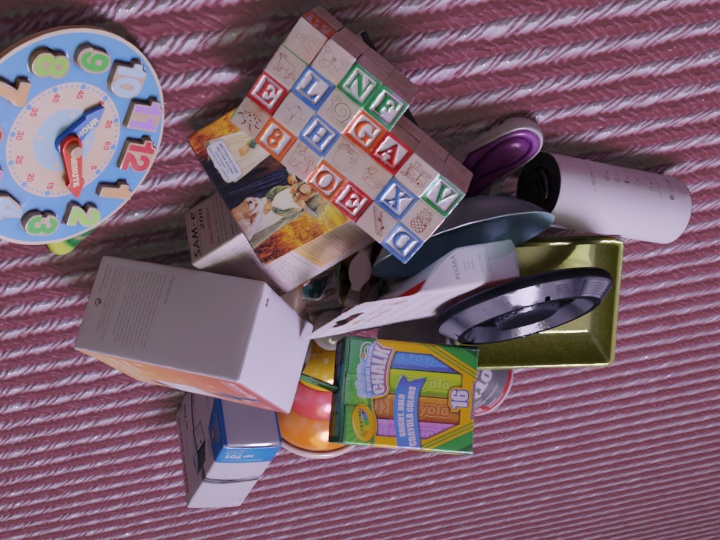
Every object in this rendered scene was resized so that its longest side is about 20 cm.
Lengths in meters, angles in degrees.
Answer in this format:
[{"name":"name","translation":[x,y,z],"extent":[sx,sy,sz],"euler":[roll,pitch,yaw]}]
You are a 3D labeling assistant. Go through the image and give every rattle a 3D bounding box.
[{"name":"rattle","translation":[-0.074,0.050,1.253],"extent":[0.142,0.130,0.201],"euler":[9,116,-49]}]

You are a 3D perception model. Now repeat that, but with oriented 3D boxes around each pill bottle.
[{"name":"pill bottle","translation":[0.114,0.117,1.380],"extent":[0.113,0.115,0.200],"euler":[-29,145,24]}]

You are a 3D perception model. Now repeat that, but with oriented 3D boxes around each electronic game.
[{"name":"electronic game","translation":[0.181,0.038,1.140],"extent":[0.198,0.042,0.200],"euler":[-12,164,-4]}]

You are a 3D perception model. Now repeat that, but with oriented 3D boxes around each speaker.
[{"name":"speaker","translation":[0.275,-0.081,1.162],"extent":[0.198,0.082,0.081],"euler":[6,144,-29]}]

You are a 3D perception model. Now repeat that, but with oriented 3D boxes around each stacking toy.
[{"name":"stacking toy","translation":[-0.050,0.136,1.364],"extent":[0.145,0.147,0.201],"euler":[-4,131,-15]}]

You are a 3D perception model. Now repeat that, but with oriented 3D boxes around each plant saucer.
[{"name":"plant saucer","translation":[0.209,0.031,1.248],"extent":[0.198,0.048,0.201],"euler":[-2,129,6]},{"name":"plant saucer","translation":[0.102,-0.041,1.081],"extent":[0.199,0.039,0.201],"euler":[-14,168,-3]}]

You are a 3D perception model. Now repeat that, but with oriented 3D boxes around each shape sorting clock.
[{"name":"shape sorting clock","translation":[-0.250,-0.109,0.872],"extent":[0.199,0.039,0.201],"euler":[-35,145,-30]}]

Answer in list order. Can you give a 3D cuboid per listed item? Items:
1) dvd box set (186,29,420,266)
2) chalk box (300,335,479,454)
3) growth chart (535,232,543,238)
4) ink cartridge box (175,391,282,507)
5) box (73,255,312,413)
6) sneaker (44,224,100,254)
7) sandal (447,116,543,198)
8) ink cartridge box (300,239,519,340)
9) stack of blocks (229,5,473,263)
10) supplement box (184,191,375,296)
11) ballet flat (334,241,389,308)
[{"name":"dvd box set","translation":[-0.045,-0.109,0.961],"extent":[0.199,0.029,0.147],"euler":[-26,103,20]},{"name":"chalk box","translation":[0.026,0.145,1.200],"extent":[0.198,0.125,0.125],"euler":[5,171,-6]},{"name":"growth chart","translation":[0.124,-0.039,1.232],"extent":[0.198,0.018,0.145],"euler":[-13,149,-1]},{"name":"ink cartridge box","translation":[-0.181,0.213,1.389],"extent":[0.085,0.147,0.200],"euler":[2,145,-26]},{"name":"box","translation":[-0.176,0.071,1.115],"extent":[0.198,0.107,0.152],"euler":[9,163,21]},{"name":"sneaker","translation":[-0.282,-0.102,0.948],"extent":[0.083,0.074,0.201],"euler":[-33,150,-22]},{"name":"sandal","translation":[0.110,-0.089,1.107],"extent":[0.082,0.050,0.202],"euler":[25,128,-35]},{"name":"ink cartridge box","translation":[0.048,0.023,1.109],"extent":[0.198,0.051,0.161],"euler":[-6,166,-28]},{"name":"stack of blocks","translation":[0.002,-0.117,0.896],"extent":[0.200,0.059,0.115],"euler":[39,116,-4]},{"name":"supplement box","translation":[-0.067,-0.057,1.077],"extent":[0.199,0.074,0.126],"euler":[-29,144,21]},{"name":"ballet flat","translation":[0.000,0.000,1.191],"extent":[0.068,0.072,0.201],"euler":[10,147,4]}]
